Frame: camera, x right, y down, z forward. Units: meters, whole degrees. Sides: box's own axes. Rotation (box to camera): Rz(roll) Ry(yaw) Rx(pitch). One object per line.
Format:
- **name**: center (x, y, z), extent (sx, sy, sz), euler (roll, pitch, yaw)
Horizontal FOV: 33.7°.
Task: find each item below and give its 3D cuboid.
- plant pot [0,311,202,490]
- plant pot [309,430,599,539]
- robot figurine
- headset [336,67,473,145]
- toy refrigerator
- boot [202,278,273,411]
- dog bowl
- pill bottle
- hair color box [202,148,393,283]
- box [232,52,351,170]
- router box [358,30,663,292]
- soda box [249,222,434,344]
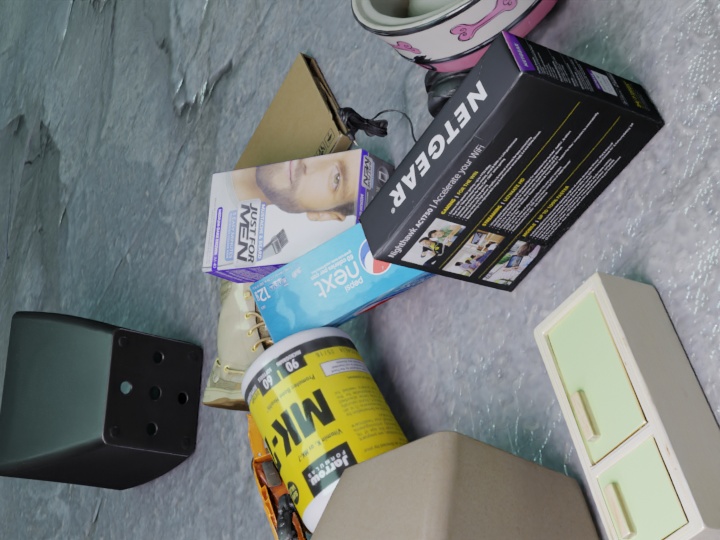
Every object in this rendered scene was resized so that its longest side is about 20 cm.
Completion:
- **plant pot**: center (-0.301, 0.156, 1.445), extent (0.176, 0.199, 0.201), euler (-10, 70, 41)
- **plant pot**: center (0.066, 0.231, 0.863), extent (0.200, 0.199, 0.178), euler (-30, 44, 48)
- **robot figurine**: center (-0.058, 0.233, 1.118), extent (0.146, 0.058, 0.201), euler (78, 171, -52)
- **headset**: center (0.075, -0.133, 1.046), extent (0.199, 0.094, 0.125), euler (3, 81, 45)
- **toy refrigerator**: center (0.190, 0.105, 0.815), extent (0.076, 0.070, 0.201), euler (-47, 44, 37)
- **boot**: center (-0.100, 0.069, 1.266), extent (0.199, 0.072, 0.157), euler (-13, 67, 57)
- **dog bowl**: center (0.093, -0.256, 1.023), extent (0.199, 0.074, 0.201), euler (-25, 42, 24)
- **pill bottle**: center (-0.017, 0.160, 1.043), extent (0.114, 0.114, 0.201), euler (-51, 56, 33)
- **hair color box**: center (-0.065, -0.052, 1.206), extent (0.199, 0.065, 0.110), euler (-5, 73, 34)
- **box**: center (-0.086, -0.122, 1.350), extent (0.201, 0.021, 0.164), euler (-56, 38, 29)
- **router box**: center (0.113, -0.076, 0.919), extent (0.200, 0.148, 0.051), euler (-51, 42, 33)
- **soda box**: center (0.000, 0.000, 1.075), extent (0.199, 0.064, 0.068), euler (-29, 81, 29)
